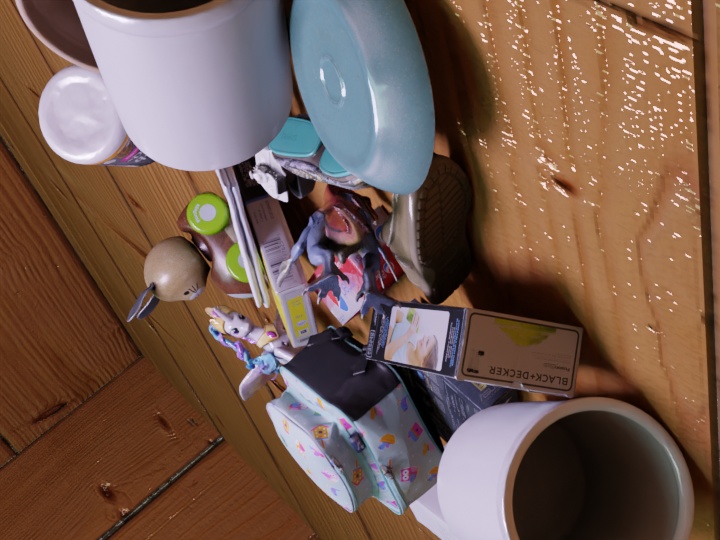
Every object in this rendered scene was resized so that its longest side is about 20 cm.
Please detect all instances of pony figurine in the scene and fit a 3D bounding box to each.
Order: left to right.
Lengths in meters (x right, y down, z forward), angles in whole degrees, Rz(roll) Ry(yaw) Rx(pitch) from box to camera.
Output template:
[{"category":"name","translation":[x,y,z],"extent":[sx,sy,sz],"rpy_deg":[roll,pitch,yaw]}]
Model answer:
[{"category":"pony figurine","translation":[-0.103,0.106,1.585],"extent":[0.199,0.167,0.193],"rpy_deg":[18,166,18]}]

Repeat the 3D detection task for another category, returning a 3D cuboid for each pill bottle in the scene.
[{"category":"pill bottle","translation":[-0.291,-0.185,1.391],"extent":[0.116,0.116,0.200],"rpy_deg":[48,-165,8]}]

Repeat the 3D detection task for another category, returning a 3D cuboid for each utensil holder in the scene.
[{"category":"utensil holder","translation":[-0.141,-0.204,0.949],"extent":[0.170,0.170,0.200],"rpy_deg":[43,162,23]},{"category":"utensil holder","translation":[0.171,0.196,1.022],"extent":[0.170,0.170,0.200],"rpy_deg":[52,166,-4]}]

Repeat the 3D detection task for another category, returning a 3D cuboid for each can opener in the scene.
[{"category":"can opener","translation":[-0.088,-0.152,1.158],"extent":[0.053,0.066,0.200],"rpy_deg":[39,151,33]}]

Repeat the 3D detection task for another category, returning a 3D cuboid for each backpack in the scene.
[{"category":"backpack","translation":[0.002,0.186,1.310],"extent":[0.200,0.153,0.176],"rpy_deg":[51,164,-29]}]

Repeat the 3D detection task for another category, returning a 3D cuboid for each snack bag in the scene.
[{"category":"snack bag","translation":[-0.150,-0.084,1.341],"extent":[0.200,0.021,0.189],"rpy_deg":[-112,7,-46]}]

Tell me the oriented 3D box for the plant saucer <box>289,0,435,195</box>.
[{"category":"plant saucer","translation":[-0.008,-0.149,0.877],"extent":[0.200,0.036,0.200],"rpy_deg":[51,152,41]}]

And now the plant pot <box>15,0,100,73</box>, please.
[{"category":"plant pot","translation":[-0.217,-0.281,1.077],"extent":[0.201,0.200,0.093],"rpy_deg":[79,-172,-58]}]

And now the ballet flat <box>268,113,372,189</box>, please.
[{"category":"ballet flat","translation":[-0.014,-0.108,1.059],"extent":[0.200,0.072,0.072],"rpy_deg":[22,148,59]}]

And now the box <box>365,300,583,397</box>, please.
[{"category":"box","translation":[0.096,0.066,1.022],"extent":[0.116,0.060,0.200],"rpy_deg":[11,177,-20]}]

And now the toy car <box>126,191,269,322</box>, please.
[{"category":"toy car","translation":[-0.227,0.008,1.543],"extent":[0.158,0.200,0.164],"rpy_deg":[50,178,3]}]

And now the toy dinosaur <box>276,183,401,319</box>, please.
[{"category":"toy dinosaur","translation":[-0.004,-0.040,1.039],"extent":[0.200,0.105,0.182],"rpy_deg":[113,161,-44]}]

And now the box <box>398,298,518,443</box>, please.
[{"category":"box","translation":[0.109,0.140,1.261],"extent":[0.158,0.051,0.200],"rpy_deg":[40,161,33]}]

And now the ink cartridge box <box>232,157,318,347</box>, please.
[{"category":"ink cartridge box","translation":[-0.100,-0.013,1.384],"extent":[0.200,0.047,0.198],"rpy_deg":[86,164,-60]}]

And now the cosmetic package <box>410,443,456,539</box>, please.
[{"category":"cosmetic package","translation":[0.147,0.297,1.410],"extent":[0.200,0.102,0.074],"rpy_deg":[27,151,51]}]

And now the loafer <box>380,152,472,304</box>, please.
[{"category":"loafer","translation":[0.051,-0.038,0.991],"extent":[0.067,0.076,0.200],"rpy_deg":[36,159,24]}]

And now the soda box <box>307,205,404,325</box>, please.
[{"category":"soda box","translation":[0.000,0.000,1.228],"extent":[0.070,0.063,0.200],"rpy_deg":[50,164,3]}]
